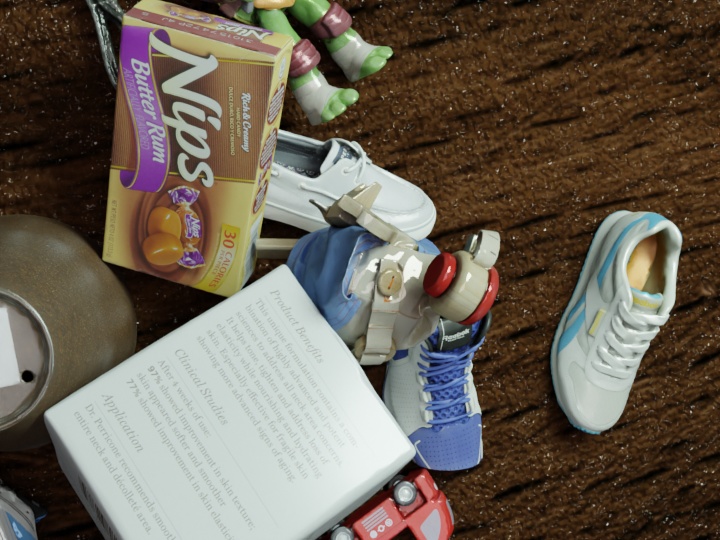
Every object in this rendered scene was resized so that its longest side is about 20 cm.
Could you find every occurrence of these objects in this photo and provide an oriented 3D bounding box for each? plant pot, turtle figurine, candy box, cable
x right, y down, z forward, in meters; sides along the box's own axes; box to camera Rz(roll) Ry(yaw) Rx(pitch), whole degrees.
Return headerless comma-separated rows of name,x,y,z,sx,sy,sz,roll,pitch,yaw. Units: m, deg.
plant pot,-0.258,0.052,0.724,0.184,0.200,0.190,0,91,-11
turtle figurine,-0.043,-0.227,0.779,0.199,0.144,0.195,-32,112,18
candy box,-0.126,-0.089,0.763,0.115,0.057,0.202,16,120,4
cable,-0.212,-0.231,0.801,0.096,0.050,0.203,-10,92,-10

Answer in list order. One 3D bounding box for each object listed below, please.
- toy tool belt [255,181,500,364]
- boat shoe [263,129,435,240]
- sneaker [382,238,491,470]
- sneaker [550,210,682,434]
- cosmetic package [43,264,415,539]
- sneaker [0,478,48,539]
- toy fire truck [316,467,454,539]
toy tool belt,0.000,0.000,0.735,0.122,0.199,0.126,27,75,-21
boat shoe,-0.028,-0.077,0.827,0.197,0.069,0.073,17,45,-5
sneaker,0.062,0.072,0.834,0.079,0.115,0.203,-10,94,-10
sneaker,0.225,0.046,0.885,0.075,0.081,0.203,14,90,-13
cosmetic package,-0.097,0.138,0.736,0.199,0.167,0.168,-31,76,-22
sneaker,-0.297,0.186,0.794,0.072,0.072,0.201,-39,96,-33
toy fire truck,0.010,0.279,0.852,0.199,0.049,0.142,-34,89,-7
